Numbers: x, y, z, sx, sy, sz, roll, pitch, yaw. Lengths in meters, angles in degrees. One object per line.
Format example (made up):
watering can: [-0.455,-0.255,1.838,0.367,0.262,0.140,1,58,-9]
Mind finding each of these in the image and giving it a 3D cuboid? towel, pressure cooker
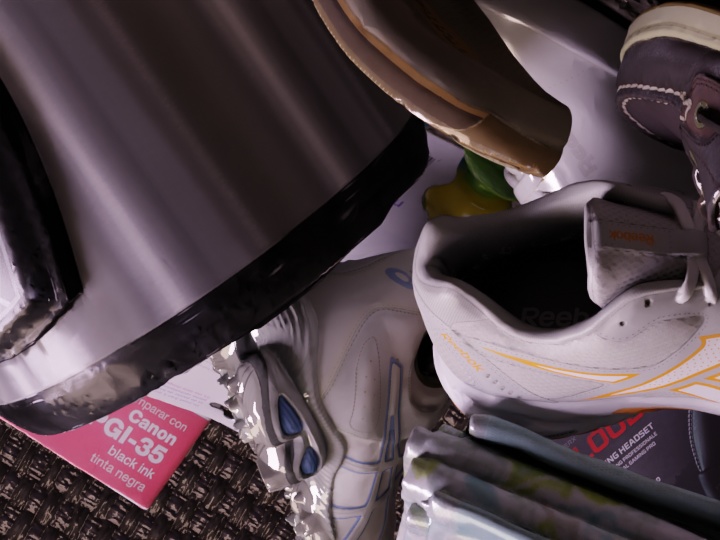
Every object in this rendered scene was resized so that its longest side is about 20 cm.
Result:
towel: [0.100,0.129,1.009,0.199,0.048,0.171,23,150,7]
pressure cooker: [-0.097,-0.070,0.953,0.200,0.175,0.179,56,179,-11]

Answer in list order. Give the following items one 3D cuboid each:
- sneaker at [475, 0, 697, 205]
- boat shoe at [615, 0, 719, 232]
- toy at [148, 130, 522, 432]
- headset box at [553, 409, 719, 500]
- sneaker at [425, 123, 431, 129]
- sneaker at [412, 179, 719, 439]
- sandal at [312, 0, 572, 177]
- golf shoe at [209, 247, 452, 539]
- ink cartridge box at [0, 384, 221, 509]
sneaker: [0.067,-0.043,1.004,0.199,0.085,0.073,31,178,-8]
boat shoe: [0.124,-0.030,0.849,0.073,0.065,0.200,31,177,-25]
toy: [0.000,0.000,1.114,0.115,0.047,0.200,24,142,-23]
headset box: [0.169,0.094,1.149,0.077,0.149,0.200,30,-155,-54]
sneaker: [-0.004,-0.078,1.102,0.199,0.080,0.078,29,176,-5]
sneaker: [0.110,0.006,0.928,0.199,0.076,0.092,-9,152,15]
sandal: [-0.001,-0.104,0.821,0.080,0.054,0.200,12,-149,-53]
golf shoe: [0.007,0.053,1.086,0.200,0.097,0.079,71,173,-68]
ink cartridge box: [-0.069,-0.023,1.224,0.083,0.200,0.147,34,-173,-16]
